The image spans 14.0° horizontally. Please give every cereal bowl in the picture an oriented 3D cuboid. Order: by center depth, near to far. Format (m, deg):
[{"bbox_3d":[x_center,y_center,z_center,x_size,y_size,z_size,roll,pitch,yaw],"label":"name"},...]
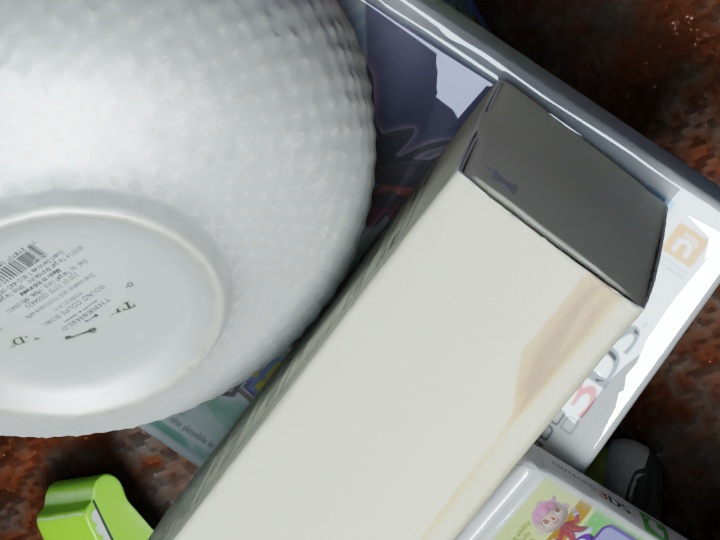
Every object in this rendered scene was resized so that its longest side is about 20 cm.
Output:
[{"bbox_3d":[-0.090,-0.015,0.880,0.199,0.084,0.201,-5,139,-5],"label":"cereal bowl"}]

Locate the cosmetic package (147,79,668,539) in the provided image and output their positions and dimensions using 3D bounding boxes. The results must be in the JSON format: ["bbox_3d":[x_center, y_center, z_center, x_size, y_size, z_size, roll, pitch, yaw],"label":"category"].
[{"bbox_3d":[0.008,0.048,0.920,0.071,0.105,0.200,36,113,-3],"label":"cosmetic package"}]

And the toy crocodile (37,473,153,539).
[{"bbox_3d":[-0.061,0.165,1.104,0.067,0.062,0.201,-19,100,52],"label":"toy crocodile"}]

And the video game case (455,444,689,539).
[{"bbox_3d":[0.063,0.174,1.012,0.182,0.022,0.200,32,109,-22],"label":"video game case"}]

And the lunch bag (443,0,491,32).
[{"bbox_3d":[-0.004,-0.005,1.028,0.160,0.082,0.201,-28,100,20],"label":"lunch bag"}]

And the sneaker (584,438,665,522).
[{"bbox_3d":[0.051,0.146,1.068,0.076,0.075,0.201,25,109,1],"label":"sneaker"}]

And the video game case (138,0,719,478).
[{"bbox_3d":[0.000,0.000,0.972,0.200,0.023,0.183,34,111,1],"label":"video game case"}]
